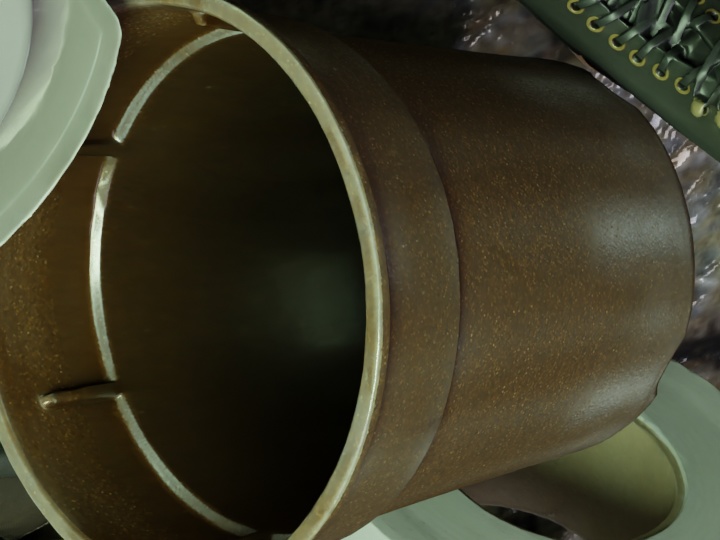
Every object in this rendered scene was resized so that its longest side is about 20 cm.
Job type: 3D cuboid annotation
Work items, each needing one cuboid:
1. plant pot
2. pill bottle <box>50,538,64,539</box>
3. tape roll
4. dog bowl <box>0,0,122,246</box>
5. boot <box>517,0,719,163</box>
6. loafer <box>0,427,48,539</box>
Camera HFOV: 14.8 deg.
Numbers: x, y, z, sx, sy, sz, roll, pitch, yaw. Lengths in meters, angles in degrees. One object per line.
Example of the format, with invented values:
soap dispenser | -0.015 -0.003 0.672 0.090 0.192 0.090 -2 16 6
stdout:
plant pot | 0.000 0.000 0.974 0.198 0.200 0.200 -7 130 -47
pill bottle | -0.136 0.155 1.016 0.104 0.104 0.200 -57 157 18
tape roll | 0.069 0.099 1.101 0.202 0.202 0.071 -10 131 -33
dog bowl | -0.173 -0.071 0.854 0.200 0.059 0.200 -22 137 -22
boot | 0.097 -0.102 0.986 0.077 0.138 0.200 -50 140 10
loafer | -0.173 0.073 0.973 0.200 0.073 0.071 8 118 -44
